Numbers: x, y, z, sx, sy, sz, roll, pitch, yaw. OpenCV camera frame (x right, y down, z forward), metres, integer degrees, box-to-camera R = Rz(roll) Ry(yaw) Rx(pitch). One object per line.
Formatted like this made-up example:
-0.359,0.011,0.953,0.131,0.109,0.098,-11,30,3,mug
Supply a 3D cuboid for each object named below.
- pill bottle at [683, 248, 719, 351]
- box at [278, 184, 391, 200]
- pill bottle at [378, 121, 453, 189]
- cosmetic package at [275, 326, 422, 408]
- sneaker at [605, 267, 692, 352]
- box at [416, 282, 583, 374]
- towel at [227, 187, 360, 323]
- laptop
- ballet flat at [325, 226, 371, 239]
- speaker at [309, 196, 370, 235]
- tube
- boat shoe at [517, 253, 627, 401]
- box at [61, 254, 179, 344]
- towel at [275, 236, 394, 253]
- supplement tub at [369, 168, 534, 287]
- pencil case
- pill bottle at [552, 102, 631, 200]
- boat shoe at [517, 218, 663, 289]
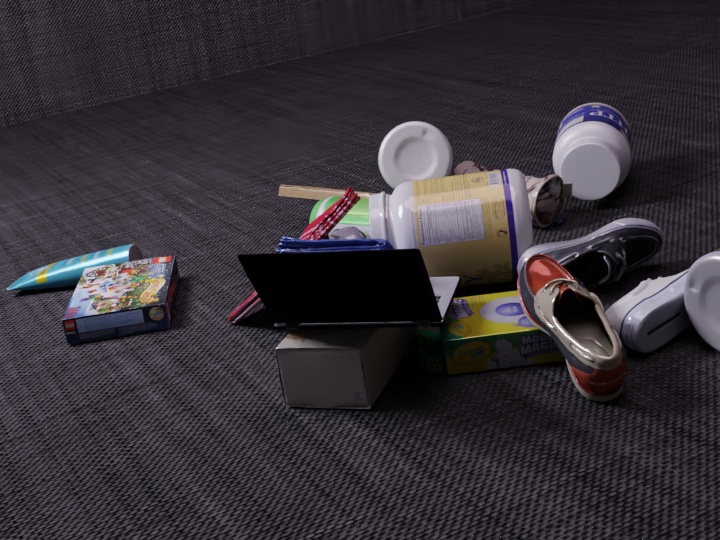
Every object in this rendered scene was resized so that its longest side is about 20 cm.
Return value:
0.452,0.008,1.153,0.200,0.115,0.114,-19,23,-28,pill bottle
-0.005,-0.117,1.734,0.200,0.021,0.163,9,6,42,box
0.089,-0.171,1.698,0.113,0.113,0.200,-7,3,5,pill bottle
-0.008,0.077,1.220,0.103,0.073,0.200,-1,21,20,cosmetic package
0.349,0.026,1.205,0.200,0.073,0.071,-21,27,-28,sneaker
0.162,0.065,1.218,0.200,0.048,0.117,-9,21,3,box
-0.087,-0.020,1.414,0.200,0.022,0.145,-50,7,-38,towel
-0.004,-0.001,1.154,0.187,0.116,0.200,-1,21,15,laptop
-0.017,-0.023,1.439,0.072,0.072,0.200,-12,0,-9,ballet flat
0.027,-0.062,1.558,0.200,0.089,0.088,6,25,34,speaker
-0.429,0.001,1.642,0.200,0.051,0.077,-10,12,13,tube
0.218,0.045,1.125,0.071,0.063,0.200,-17,44,-4,boat shoe
-0.327,0.036,1.505,0.136,0.038,0.200,-10,20,-2,box
0.000,0.000,1.316,0.144,0.024,0.200,0,-19,22,towel
0.118,-0.049,1.397,0.199,0.146,0.145,-7,20,6,supplement tub
0.219,-0.117,1.636,0.089,0.078,0.200,-12,19,-38,pencil case
0.361,-0.181,1.687,0.119,0.120,0.200,-3,22,15,pill bottle
0.295,-0.012,1.333,0.200,0.072,0.068,-11,28,-19,boat shoe
